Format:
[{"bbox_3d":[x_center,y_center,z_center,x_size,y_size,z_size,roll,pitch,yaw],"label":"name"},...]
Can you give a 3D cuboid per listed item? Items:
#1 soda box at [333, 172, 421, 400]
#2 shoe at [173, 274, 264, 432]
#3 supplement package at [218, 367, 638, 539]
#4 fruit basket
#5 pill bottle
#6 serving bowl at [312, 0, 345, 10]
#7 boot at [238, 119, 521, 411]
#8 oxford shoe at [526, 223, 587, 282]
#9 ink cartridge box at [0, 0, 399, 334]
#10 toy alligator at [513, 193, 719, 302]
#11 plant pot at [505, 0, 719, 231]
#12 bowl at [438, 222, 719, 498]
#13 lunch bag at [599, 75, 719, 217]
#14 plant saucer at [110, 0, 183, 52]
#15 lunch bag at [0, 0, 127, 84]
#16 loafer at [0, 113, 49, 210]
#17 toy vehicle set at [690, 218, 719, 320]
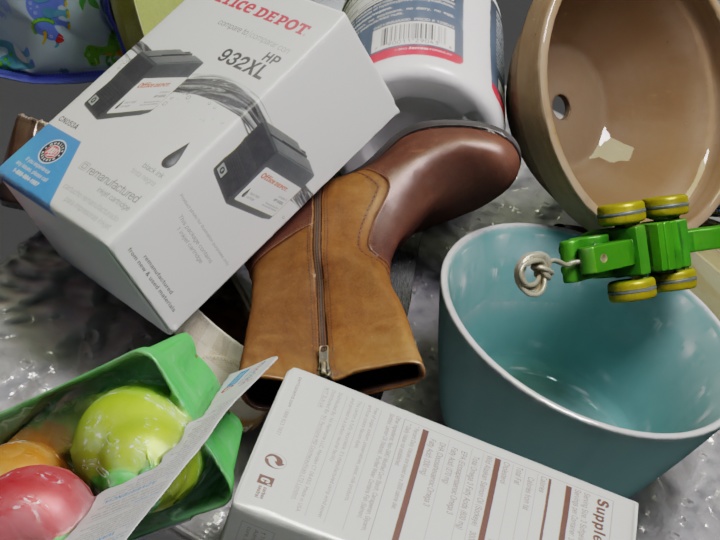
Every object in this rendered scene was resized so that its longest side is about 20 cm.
[{"bbox_3d":[0.000,0.000,1.096,0.070,0.064,0.201,18,34,-3],"label":"soda box"},{"bbox_3d":[-0.096,0.016,1.028,0.069,0.054,0.201,1,37,-28],"label":"shoe"},{"bbox_3d":[0.027,0.158,0.838,0.198,0.118,0.118,22,33,0],"label":"supplement package"},{"bbox_3d":[-0.141,0.117,0.777,0.094,0.184,0.200,57,27,-17],"label":"fruit basket"},{"bbox_3d":[0.041,-0.148,1.143,0.118,0.120,0.201,15,40,-9],"label":"pill bottle"},{"bbox_3d":[0.014,-0.129,1.259,0.199,0.066,0.202,30,39,-28],"label":"serving bowl"},{"bbox_3d":[0.016,-0.008,0.963,0.186,0.069,0.201,-8,33,-1],"label":"boot"},{"bbox_3d":[0.140,0.006,1.165,0.199,0.073,0.084,5,32,-43],"label":"oxford shoe"},{"bbox_3d":[-0.099,-0.079,1.002,0.200,0.084,0.145,-45,40,-15],"label":"ink cartridge box"},{"bbox_3d":[0.151,-0.010,1.017,0.198,0.060,0.054,-10,3,-38],"label":"toy alligator"},{"bbox_3d":[0.165,-0.118,1.122,0.199,0.204,0.092,-9,4,-37],"label":"plant pot"},{"bbox_3d":[0.128,0.072,1.027,0.198,0.106,0.202,15,33,-10],"label":"bowl"},{"bbox_3d":[0.269,-0.077,1.240,0.198,0.095,0.151,18,-3,14],"label":"lunch bag"},{"bbox_3d":[-0.135,-0.200,1.171,0.031,0.202,0.201,-9,28,18],"label":"plant saucer"},{"bbox_3d":[-0.243,-0.217,1.220,0.197,0.129,0.170,-4,26,17],"label":"lunch bag"},{"bbox_3d":[-0.146,-0.080,1.102,0.198,0.072,0.073,-6,11,-35],"label":"loafer"},{"bbox_3d":[0.280,0.003,1.222,0.199,0.027,0.124,12,28,-50],"label":"toy vehicle set"}]
